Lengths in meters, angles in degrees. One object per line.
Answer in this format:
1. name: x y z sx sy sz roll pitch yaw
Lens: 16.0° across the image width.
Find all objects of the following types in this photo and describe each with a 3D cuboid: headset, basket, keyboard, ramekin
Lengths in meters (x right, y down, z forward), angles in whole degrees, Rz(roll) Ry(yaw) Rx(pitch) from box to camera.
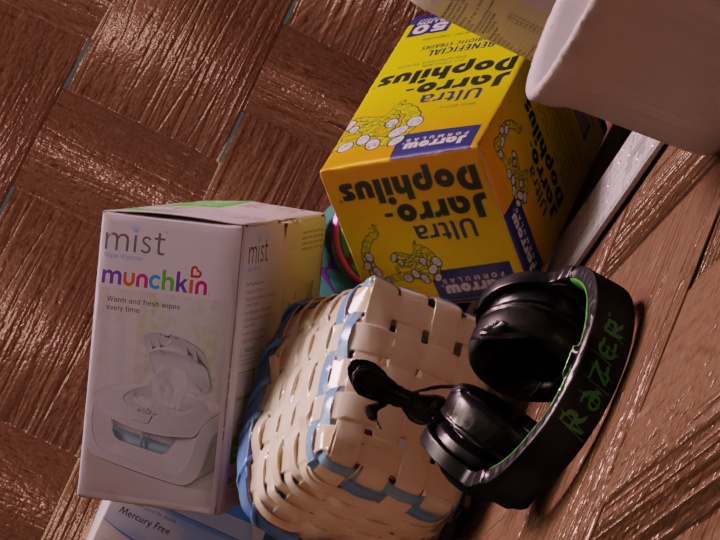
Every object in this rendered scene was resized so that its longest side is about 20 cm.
1. headset: 0.064 0.056 1.292 0.124 0.094 0.200 -65 15 -18
2. basket: -0.005 0.103 1.529 0.200 0.139 0.177 -32 39 59
3. keyboard: 0.146 -0.045 1.492 0.200 0.011 0.056 119 175 -53
4. ramekin: 0.165 -0.153 1.222 0.200 0.098 0.201 -155 90 -86

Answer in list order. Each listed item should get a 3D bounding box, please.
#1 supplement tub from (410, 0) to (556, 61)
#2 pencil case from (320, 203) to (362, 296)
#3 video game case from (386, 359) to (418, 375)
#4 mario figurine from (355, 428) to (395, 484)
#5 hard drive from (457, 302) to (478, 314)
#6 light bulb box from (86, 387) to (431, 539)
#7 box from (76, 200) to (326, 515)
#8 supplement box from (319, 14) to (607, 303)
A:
1. supplement tub: 0.112 -0.201 1.529 0.145 0.200 0.145 -154 90 -87
2. pencil case: 0.000 0.000 1.758 0.085 0.092 0.200 -28 -7 -18
3. video game case: 0.065 -0.017 1.838 0.200 0.023 0.182 -87 22 -85
4. mario figurine: -0.032 0.195 1.643 0.123 0.106 0.200 21 93 55
5. hard drive: 0.111 -0.042 1.791 0.200 0.038 0.140 -74 10 -66
6. light bulb box: -0.074 0.158 1.826 0.125 0.198 0.200 -89 23 -77
7. box: -0.092 0.048 1.593 0.200 0.097 0.177 -16 -69 -76
8. supplement box: 0.069 -0.076 1.602 0.110 0.109 0.200 68 -151 -27
